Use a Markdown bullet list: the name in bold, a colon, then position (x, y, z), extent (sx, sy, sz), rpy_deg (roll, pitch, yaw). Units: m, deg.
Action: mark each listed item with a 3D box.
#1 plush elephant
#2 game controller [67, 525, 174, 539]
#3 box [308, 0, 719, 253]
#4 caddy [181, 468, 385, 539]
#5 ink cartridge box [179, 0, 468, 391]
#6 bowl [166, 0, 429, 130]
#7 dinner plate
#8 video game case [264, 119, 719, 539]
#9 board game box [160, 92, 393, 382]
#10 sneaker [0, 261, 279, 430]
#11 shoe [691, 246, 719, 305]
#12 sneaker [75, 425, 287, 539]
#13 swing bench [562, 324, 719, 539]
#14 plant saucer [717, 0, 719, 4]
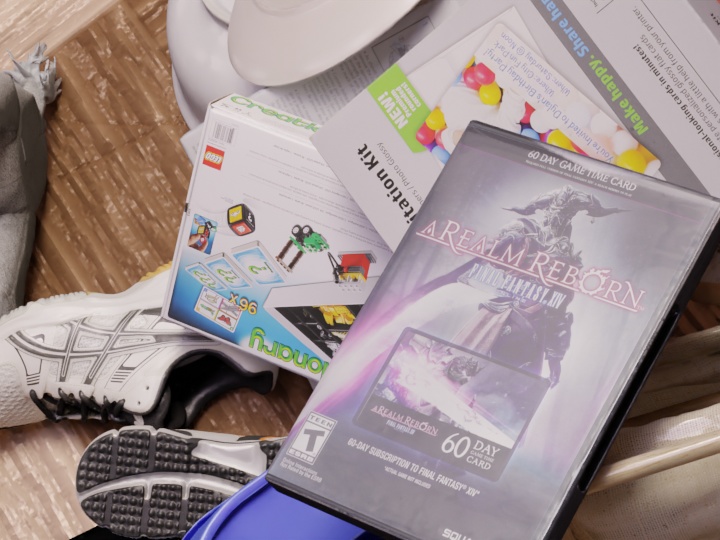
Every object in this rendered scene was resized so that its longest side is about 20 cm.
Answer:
- **plush elephant**: position (-0.270, -0.071, 1.552), extent (0.154, 0.166, 0.200), rpy_deg (-1, 35, 8)
- **game controller**: position (-0.121, 0.226, 1.404), extent (0.104, 0.042, 0.201), rpy_deg (-31, 58, 6)
- **box**: position (0.094, -0.064, 1.264), extent (0.200, 0.041, 0.156), rpy_deg (-38, 87, 28)
- **caddy**: position (-0.006, 0.155, 1.316), extent (0.199, 0.105, 0.142), rpy_deg (-34, 83, -18)
- **ink cartridge box**: position (0.023, -0.045, 1.401), extent (0.199, 0.057, 0.163), rpy_deg (-27, 93, 22)
- **bowl**: position (-0.036, -0.161, 1.536), extent (0.200, 0.090, 0.202), rpy_deg (-10, 61, 19)
- **dinner plate**: position (-0.003, -0.183, 1.412), extent (0.200, 0.024, 0.201), rpy_deg (-32, 34, 25)
- **video game case**: position (0.062, 0.035, 1.187), extent (0.142, 0.019, 0.201), rpy_deg (20, 72, 33)
- **board game box**: position (0.000, 0.000, 1.378), extent (0.199, 0.035, 0.127), rpy_deg (22, 113, 15)
- **sneaker**: position (-0.138, 0.058, 1.476), extent (0.199, 0.076, 0.088), rpy_deg (-21, 58, 12)
- **shoe**: position (0.175, -0.035, 1.346), extent (0.070, 0.054, 0.200), rpy_deg (-19, 23, -6)
- **sneaker**: position (-0.049, 0.117, 1.413), extent (0.199, 0.080, 0.074), rpy_deg (10, 89, 8)
- **swing bench**: position (0.172, 0.094, 1.247), extent (0.198, 0.130, 0.200), rpy_deg (-18, 19, 13)
- **plant saucer**: position (0.164, -0.116, 1.262), extent (0.199, 0.037, 0.201), rpy_deg (11, 108, 21)
